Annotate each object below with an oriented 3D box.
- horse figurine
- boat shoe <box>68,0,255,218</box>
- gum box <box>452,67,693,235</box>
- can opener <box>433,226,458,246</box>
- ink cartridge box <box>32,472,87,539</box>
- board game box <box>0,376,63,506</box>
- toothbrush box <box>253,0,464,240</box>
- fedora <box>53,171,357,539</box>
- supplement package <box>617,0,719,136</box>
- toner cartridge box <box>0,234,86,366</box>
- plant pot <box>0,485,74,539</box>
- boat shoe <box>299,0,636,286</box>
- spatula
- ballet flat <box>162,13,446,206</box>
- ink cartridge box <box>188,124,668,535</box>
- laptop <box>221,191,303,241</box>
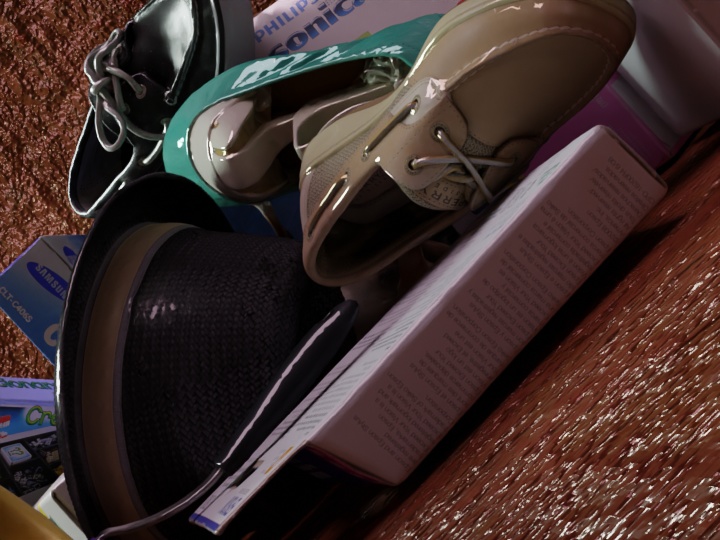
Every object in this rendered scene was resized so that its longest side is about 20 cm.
[{"bbox_3d":[0.000,0.000,1.083,0.200,0.133,0.050,-18,37,35],"label":"horse figurine"},{"bbox_3d":[-0.110,-0.093,1.093,0.068,0.074,0.199,-12,-23,-27],"label":"boat shoe"},{"bbox_3d":[0.123,-0.091,1.010,0.113,0.066,0.200,-40,4,42],"label":"gum box"},{"bbox_3d":[0.046,-0.015,1.143,0.200,0.066,0.053,-49,-2,33],"label":"can opener"},{"bbox_3d":[-0.099,0.106,1.156,0.145,0.084,0.200,-45,2,-16],"label":"ink cartridge box"},{"bbox_3d":[-0.190,0.127,1.255,0.200,0.035,0.127,8,-71,-50],"label":"board game box"},{"bbox_3d":[0.033,-0.092,1.151,0.145,0.086,0.200,-35,-29,-4],"label":"toothbrush box"},{"bbox_3d":[-0.059,0.050,0.972,0.091,0.201,0.201,-6,20,24],"label":"fedora"},{"bbox_3d":[0.176,-0.169,0.866,0.200,0.117,0.117,-43,3,-9],"label":"supplement package"},{"bbox_3d":[-0.148,0.028,1.182,0.043,0.095,0.200,-44,2,0],"label":"toner cartridge box"},{"bbox_3d":[-0.234,0.188,0.946,0.189,0.200,0.201,-60,1,5],"label":"plant pot"},{"bbox_3d":[0.040,-0.052,0.881,0.200,0.072,0.065,-33,41,46],"label":"boat shoe"},{"bbox_3d":[-0.069,0.085,0.839,0.200,0.021,0.057,-45,6,-6],"label":"spatula"},{"bbox_3d":[-0.028,-0.068,0.995,0.200,0.067,0.070,-18,17,33],"label":"ballet flat"},{"bbox_3d":[0.019,0.039,0.828,0.200,0.043,0.196,-47,2,-8],"label":"ink cartridge box"},{"bbox_3d":[-0.035,-0.044,1.232,0.200,0.116,0.188,135,158,-71],"label":"laptop"}]
